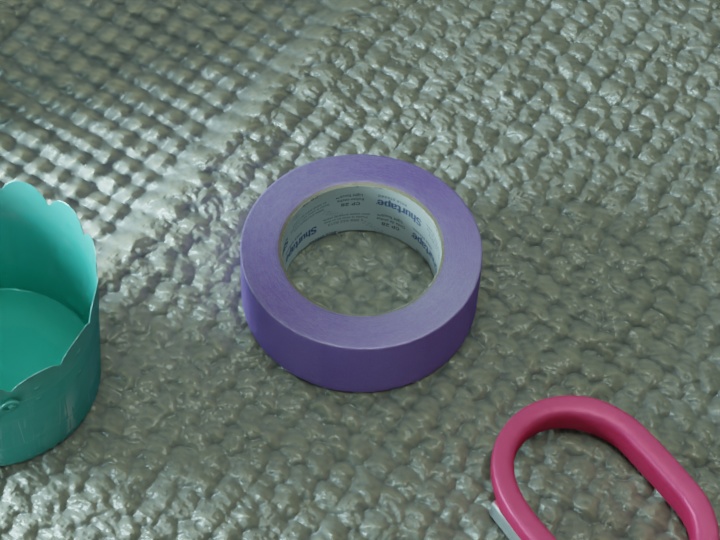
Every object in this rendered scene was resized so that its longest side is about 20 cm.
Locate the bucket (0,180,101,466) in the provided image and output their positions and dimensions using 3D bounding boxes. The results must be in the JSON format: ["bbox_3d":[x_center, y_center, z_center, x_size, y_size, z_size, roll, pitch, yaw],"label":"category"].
[{"bbox_3d":[-0.297,0.046,1.582,0.206,0.135,0.208,1,53,-1],"label":"bucket"}]

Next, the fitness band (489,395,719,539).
[{"bbox_3d":[0.187,0.183,1.560,0.143,0.038,0.200,-30,61,-22],"label":"fitness band"}]

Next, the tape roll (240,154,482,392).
[{"bbox_3d":[0.000,0.000,1.670,0.199,0.066,0.201,1,53,-1],"label":"tape roll"}]
